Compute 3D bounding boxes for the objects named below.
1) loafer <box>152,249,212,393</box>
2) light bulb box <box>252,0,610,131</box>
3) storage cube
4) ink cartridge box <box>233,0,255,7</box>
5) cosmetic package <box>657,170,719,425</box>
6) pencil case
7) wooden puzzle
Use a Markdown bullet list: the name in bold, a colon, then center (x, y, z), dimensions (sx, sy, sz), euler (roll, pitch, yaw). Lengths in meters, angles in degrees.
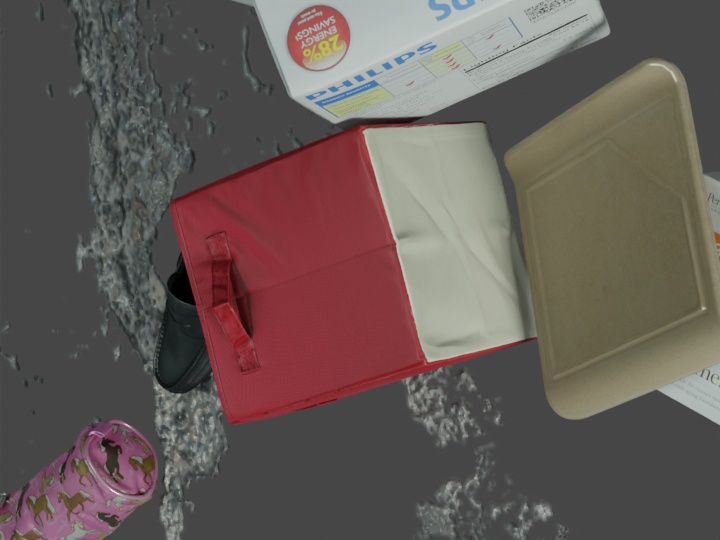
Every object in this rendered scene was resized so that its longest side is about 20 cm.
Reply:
- **loafer**: center (-0.137, 0.020, 1.400), dimensions (0.068, 0.070, 0.201), euler (41, 120, 29)
- **light bulb box**: center (0.045, -0.189, 1.089), dimensions (0.198, 0.200, 0.125), euler (-23, 81, 11)
- **storage cube**: center (0.000, 0.000, 1.203), dimensions (0.179, 0.200, 0.172), euler (-19, 84, 34)
- **ink cartridge box**: center (-0.085, -0.286, 1.301), dimensions (0.200, 0.085, 0.148), euler (20, 109, 35)
- **cosmetic package**: center (0.286, 0.043, 1.061), dimensions (0.200, 0.052, 0.151), euler (29, 112, 34)
- **pencil case**: center (-0.267, 0.212, 1.532), dimensions (0.200, 0.086, 0.083), euler (-38, 41, 37)
- **wooden puzzle**: center (0.175, -0.017, 1.117), dimensions (0.185, 0.037, 0.201), euler (-33, 64, 54)
